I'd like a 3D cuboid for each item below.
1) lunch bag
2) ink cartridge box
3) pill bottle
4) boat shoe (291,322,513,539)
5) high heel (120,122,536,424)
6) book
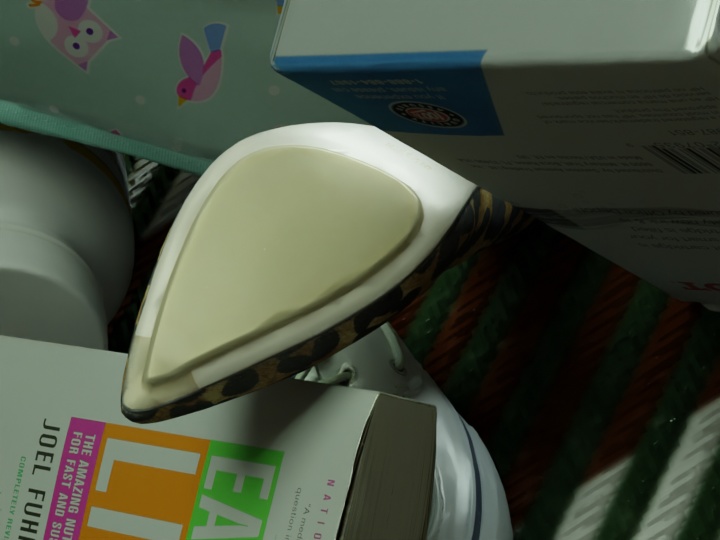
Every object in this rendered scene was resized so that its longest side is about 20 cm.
[{"bbox_3d":[-0.059,-0.127,0.934,0.200,0.171,0.122,18,27,17],"label":"lunch bag"},{"bbox_3d":[0.099,-0.057,0.751,0.145,0.200,0.084,1,72,42],"label":"ink cartridge box"},{"bbox_3d":[-0.145,-0.031,1.035,0.112,0.112,0.200,-31,37,15],"label":"pill bottle"},{"bbox_3d":[-0.016,0.044,0.879,0.074,0.067,0.200,-40,36,3],"label":"boat shoe"},{"bbox_3d":[0.000,0.000,0.852,0.071,0.143,0.200,38,68,17],"label":"high heel"},{"bbox_3d":[-0.063,0.094,0.851,0.200,0.048,0.134,4,81,48],"label":"book"}]
